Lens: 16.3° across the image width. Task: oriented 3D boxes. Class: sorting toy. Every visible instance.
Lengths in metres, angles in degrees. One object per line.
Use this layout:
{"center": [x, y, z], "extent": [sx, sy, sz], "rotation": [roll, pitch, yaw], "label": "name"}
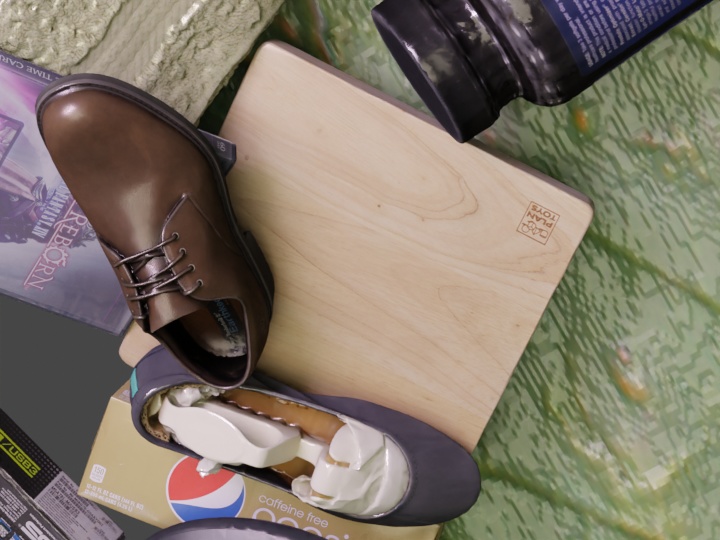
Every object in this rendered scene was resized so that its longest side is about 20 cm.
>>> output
{"center": [0.000, 0.000, 1.386], "extent": [0.200, 0.070, 0.199], "rotation": [27, 106, 2], "label": "sorting toy"}

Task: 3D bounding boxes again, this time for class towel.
{"center": [-0.096, -0.168, 1.299], "extent": [0.148, 0.036, 0.200], "rotation": [38, 89, -33], "label": "towel"}

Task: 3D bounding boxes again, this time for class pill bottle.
{"center": [0.110, -0.156, 1.301], "extent": [0.200, 0.112, 0.112], "rotation": [-35, 94, -3], "label": "pill bottle"}

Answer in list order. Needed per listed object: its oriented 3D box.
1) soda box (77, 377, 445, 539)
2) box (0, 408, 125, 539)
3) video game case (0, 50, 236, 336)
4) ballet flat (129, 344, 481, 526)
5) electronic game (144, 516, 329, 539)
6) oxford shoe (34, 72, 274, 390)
{"center": [-0.053, 0.128, 1.421], "extent": [0.199, 0.068, 0.064], "rotation": [21, 102, 4], "label": "soda box"}
{"center": [-0.265, 0.147, 1.445], "extent": [0.200, 0.048, 0.193], "rotation": [45, 121, -1], "label": "box"}
{"center": [-0.185, -0.048, 1.311], "extent": [0.200, 0.019, 0.143], "rotation": [21, 127, -20], "label": "video game case"}
{"center": [-0.034, 0.097, 1.345], "extent": [0.199, 0.073, 0.073], "rotation": [21, 103, 4], "label": "ballet flat"}
{"center": [-0.045, 0.212, 1.409], "extent": [0.199, 0.042, 0.200], "rotation": [12, 134, 13], "label": "electronic game"}
{"center": [-0.099, -0.017, 1.276], "extent": [0.073, 0.085, 0.200], "rotation": [-23, 126, 18], "label": "oxford shoe"}
